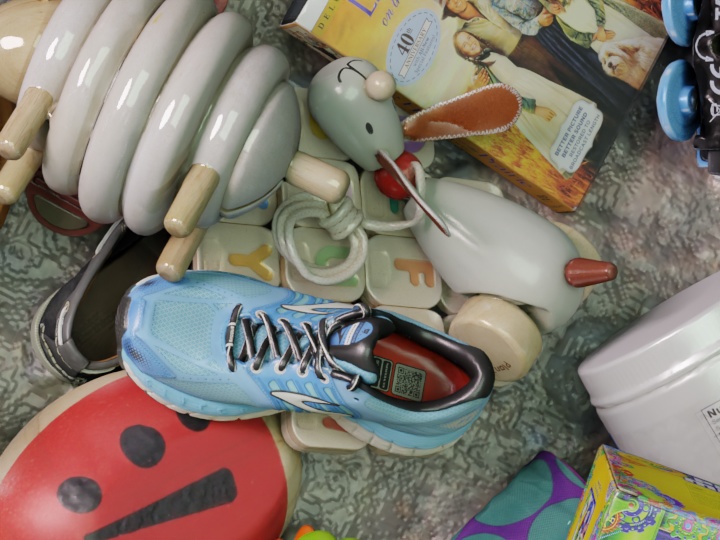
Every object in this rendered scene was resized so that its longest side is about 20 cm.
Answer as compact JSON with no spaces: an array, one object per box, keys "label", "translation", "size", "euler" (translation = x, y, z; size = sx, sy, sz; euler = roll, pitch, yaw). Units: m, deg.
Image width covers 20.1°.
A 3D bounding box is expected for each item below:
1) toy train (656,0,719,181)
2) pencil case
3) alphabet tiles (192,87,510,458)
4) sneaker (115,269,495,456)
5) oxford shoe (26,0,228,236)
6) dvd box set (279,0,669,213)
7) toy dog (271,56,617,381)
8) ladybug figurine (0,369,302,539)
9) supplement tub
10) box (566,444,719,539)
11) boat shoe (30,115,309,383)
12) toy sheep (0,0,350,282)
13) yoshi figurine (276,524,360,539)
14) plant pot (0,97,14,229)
[{"label":"toy train","translation":[0.223,-0.150,1.142],"size":[0.114,0.086,0.201],"euler":[-8,99,-52]},{"label":"pencil case","translation":[0.064,0.194,1.096],"size":[0.200,0.085,0.093],"euler":[-45,131,-12]},{"label":"alphabet tiles","translation":[0.000,0.000,1.094],"size":[0.195,0.015,0.201],"euler":[6,71,-29]},{"label":"sneaker","translation":[-0.023,0.035,1.010],"size":[0.199,0.090,0.079],"euler":[11,70,-18]},{"label":"oxford shoe","translation":[-0.116,-0.110,1.094],"size":[0.070,0.075,0.200],"euler":[30,101,-7]},{"label":"dvd box set","translation":[0.072,-0.144,1.130],"size":[0.200,0.029,0.147],"euler":[33,79,-20]},{"label":"toy dog","translation":[0.062,-0.032,1.072],"size":[0.200,0.096,0.132],"euler":[30,59,-26]},{"label":"ladybug figurine","translation":[-0.105,0.118,1.040],"size":[0.200,0.072,0.136],"euler":[-23,99,-39]},{"label":"supplement tub","translation":[0.222,0.107,1.110],"size":[0.132,0.132,0.200],"euler":[-32,91,-12]},{"label":"box","translation":[0.182,0.216,0.996],"size":[0.199,0.122,0.193],"euler":[20,96,1]},{"label":"boat shoe","translation":[-0.092,-0.017,1.090],"size":[0.072,0.068,0.200],"euler":[45,74,-4]},{"label":"toy sheep","translation":[-0.099,-0.076,0.997],"size":[0.199,0.138,0.138],"euler":[27,81,-1]},{"label":"yoshi figurine","translation":[-0.053,0.220,1.013],"size":[0.112,0.112,0.200],"euler":[43,120,14]},{"label":"plant pot","translation":[-0.270,-0.071,1.023],"size":[0.199,0.140,0.201],"euler":[1,86,-12]}]
